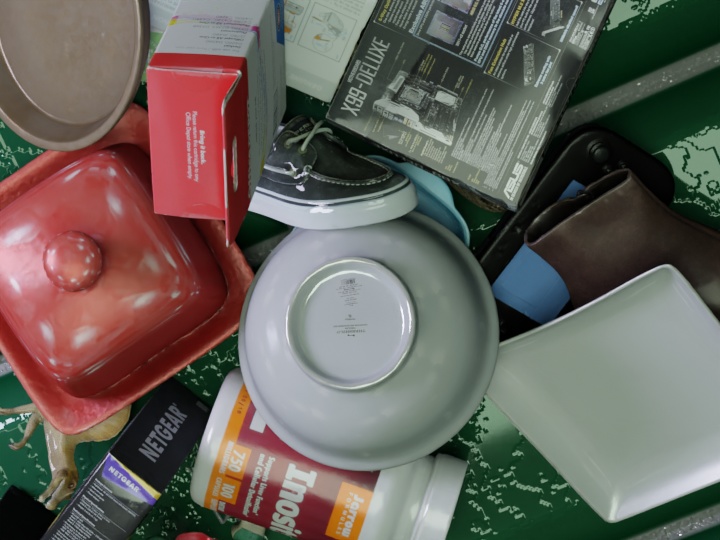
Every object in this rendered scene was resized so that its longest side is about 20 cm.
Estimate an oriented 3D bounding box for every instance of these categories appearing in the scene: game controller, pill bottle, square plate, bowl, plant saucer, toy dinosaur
[{"bbox_3d":[0.149,-0.016,1.639,0.104,0.042,0.200,32,107,-17],"label":"game controller"},{"bbox_3d":[-0.023,0.157,1.676,0.199,0.113,0.114,18,106,3],"label":"pill bottle"},{"bbox_3d":[0.209,0.091,1.626,0.199,0.029,0.198,-27,118,34],"label":"square plate"},{"bbox_3d":[0.000,0.044,1.583,0.199,0.090,0.203,-1,82,8],"label":"bowl"},{"bbox_3d":[-0.225,-0.190,1.616,0.199,0.029,0.202,11,106,39],"label":"plant saucer"},{"bbox_3d":[-0.225,0.087,1.722,0.101,0.058,0.201,25,85,-3],"label":"toy dinosaur"}]

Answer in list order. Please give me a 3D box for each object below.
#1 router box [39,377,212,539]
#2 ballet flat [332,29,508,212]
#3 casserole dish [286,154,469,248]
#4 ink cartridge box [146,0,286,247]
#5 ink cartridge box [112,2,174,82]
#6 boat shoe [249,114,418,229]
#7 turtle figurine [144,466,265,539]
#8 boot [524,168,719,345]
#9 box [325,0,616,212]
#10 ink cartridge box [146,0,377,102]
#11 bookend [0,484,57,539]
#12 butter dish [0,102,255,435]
[{"bbox_3d":[-0.193,0.180,1.660,0.052,0.200,0.158,37,106,-2],"label":"router box"},{"bbox_3d":[0.045,-0.112,1.634,0.200,0.046,0.067,40,105,-4],"label":"ballet flat"},{"bbox_3d":[0.000,0.000,1.672,0.121,0.039,0.200,37,105,-1],"label":"casserole dish"},{"bbox_3d":[-0.101,-0.116,1.494,0.067,0.200,0.117,5,123,7],"label":"ink cartridge box"},{"bbox_3d":[-0.115,-0.239,1.612,0.116,0.067,0.201,9,105,4],"label":"ink cartridge box"},{"bbox_3d":[-0.046,-0.078,1.603,0.199,0.072,0.071,10,117,36],"label":"boat shoe"},{"bbox_3d":[-0.133,0.268,1.732,0.149,0.101,0.201,-25,105,13],"label":"turtle figurine"},{"bbox_3d":[0.240,-0.015,1.592,0.199,0.073,0.166,-28,126,20],"label":"boot"},{"bbox_3d":[0.086,-0.165,1.585,0.157,0.050,0.201,25,92,6],"label":"box"},{"bbox_3d":[-0.054,-0.241,1.559,0.159,0.047,0.201,23,121,-4],"label":"ink cartridge box"},{"bbox_3d":[-0.315,0.302,1.708,0.092,0.199,0.200,36,107,-5],"label":"bookend"},{"bbox_3d":[-0.203,-0.003,1.620,0.199,0.148,0.200,-33,87,1],"label":"butter dish"}]
